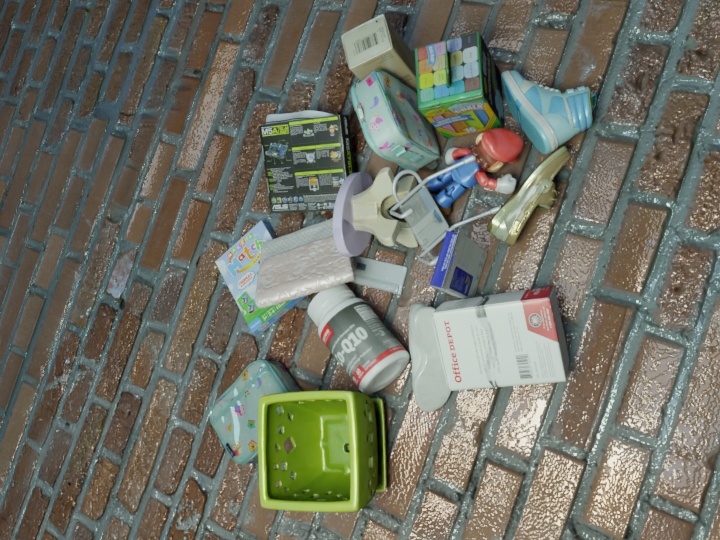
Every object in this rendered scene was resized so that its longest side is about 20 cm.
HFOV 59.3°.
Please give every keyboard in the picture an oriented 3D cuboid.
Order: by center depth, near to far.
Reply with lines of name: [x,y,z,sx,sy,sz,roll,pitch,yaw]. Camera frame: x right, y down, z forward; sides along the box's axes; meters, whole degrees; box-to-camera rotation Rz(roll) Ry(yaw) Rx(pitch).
keyboard: [0.000,0.000,1.289,0.200,0.011,0.056,13,81,28]

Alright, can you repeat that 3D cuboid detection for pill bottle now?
pill bottle: [-0.009,0.126,1.207,0.114,0.114,0.200,-47,64,12]

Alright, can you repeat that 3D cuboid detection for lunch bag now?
lunch bag: [0.067,-0.274,1.189,0.077,0.200,0.161,-24,73,29]
lunch bag: [-0.216,0.290,1.301,0.200,0.077,0.160,-46,64,12]

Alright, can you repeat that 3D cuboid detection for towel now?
towel: [-0.113,-0.020,1.265,0.200,0.032,0.191,-18,41,10]

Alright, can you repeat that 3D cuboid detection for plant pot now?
plant pot: [-0.056,0.323,1.155,0.199,0.181,0.200,-8,76,25]

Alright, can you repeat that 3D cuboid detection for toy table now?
toy table: [0.033,-0.115,1.207,0.117,0.184,0.200,-4,55,26]

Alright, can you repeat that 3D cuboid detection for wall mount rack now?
wall mount rack: [0.151,-0.109,1.142,0.174,0.200,0.075,-42,30,-13]

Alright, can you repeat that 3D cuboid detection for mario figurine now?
mario figurine: [0.222,-0.186,1.189,0.200,0.106,0.123,-34,103,28]

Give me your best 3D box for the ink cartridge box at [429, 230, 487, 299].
ink cartridge box: [0.168,-0.008,1.095,0.039,0.200,0.100,17,87,25]

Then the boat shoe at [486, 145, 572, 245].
boat shoe: [0.312,-0.130,1.126,0.066,0.074,0.200,42,99,11]

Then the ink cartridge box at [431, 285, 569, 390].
ink cartridge box: [0.239,0.116,1.076,0.200,0.083,0.147,-9,100,25]

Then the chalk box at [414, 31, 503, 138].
chalk box: [0.175,-0.342,1.156,0.124,0.200,0.125,-7,77,26]

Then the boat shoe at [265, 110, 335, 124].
boat shoe: [-0.131,-0.306,1.377,0.199,0.074,0.068,6,89,30]

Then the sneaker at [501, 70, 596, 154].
sneaker: [0.345,-0.308,1.142,0.130,0.080,0.200,-25,60,5]

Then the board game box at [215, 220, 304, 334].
board game box: [-0.217,0.014,1.379,0.151,0.037,0.200,-40,65,15]

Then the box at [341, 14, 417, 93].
box: [0.053,-0.396,1.228,0.095,0.200,0.078,-20,72,23]

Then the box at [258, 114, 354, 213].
box: [-0.110,-0.220,1.327,0.200,0.048,0.193,-1,101,27]

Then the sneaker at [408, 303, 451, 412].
sneaker: [0.121,0.157,1.167,0.075,0.088,0.200,-6,100,-14]
